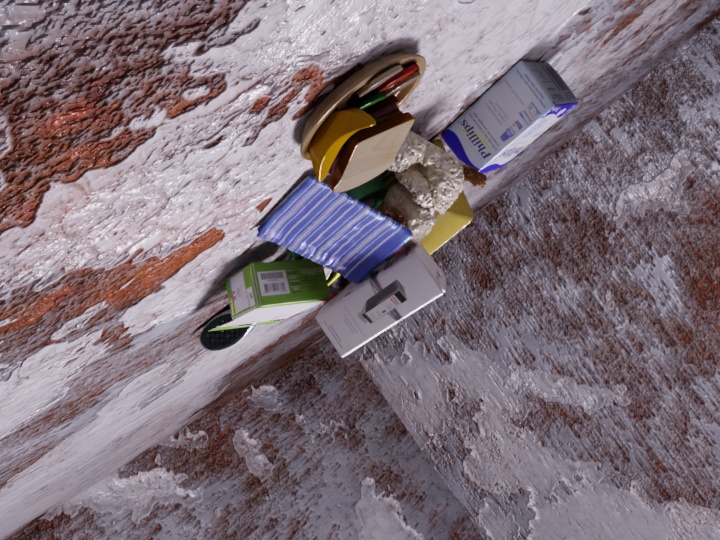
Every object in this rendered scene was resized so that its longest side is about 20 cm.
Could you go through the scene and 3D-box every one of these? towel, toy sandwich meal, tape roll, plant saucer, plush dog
[{"bbox_3d":[-0.037,-0.055,1.064,0.199,0.024,0.145,26,132,-31],"label":"towel"},{"bbox_3d":[0.011,-0.173,0.848,0.205,0.070,0.205,-36,174,-5],"label":"toy sandwich meal"},{"bbox_3d":[-0.045,-0.095,1.202,0.200,0.048,0.200,-36,174,-4],"label":"tape roll"},{"bbox_3d":[0.092,-0.118,1.299,0.048,0.201,0.200,18,133,-41],"label":"plant saucer"},{"bbox_3d":[0.097,-0.116,1.154,0.172,0.160,0.200,-60,169,11],"label":"plush dog"}]

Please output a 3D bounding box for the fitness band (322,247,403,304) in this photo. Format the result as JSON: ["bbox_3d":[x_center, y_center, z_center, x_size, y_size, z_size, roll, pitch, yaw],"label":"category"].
[{"bbox_3d":[0.000,0.000,1.286,0.200,0.144,0.037,-39,-164,29],"label":"fitness band"}]

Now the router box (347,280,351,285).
[{"bbox_3d":[0.059,0.026,1.599,0.199,0.052,0.158,-26,125,-37],"label":"router box"}]

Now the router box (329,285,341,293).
[{"bbox_3d":[-0.009,0.020,1.714,0.052,0.158,0.200,-36,174,38],"label":"router box"}]

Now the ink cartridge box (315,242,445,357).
[{"bbox_3d":[0.036,0.042,1.183,0.199,0.083,0.147,-33,-174,11],"label":"ink cartridge box"}]

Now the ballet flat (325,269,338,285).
[{"bbox_3d":[-0.107,0.029,1.448,0.200,0.067,0.067,-39,-168,25],"label":"ballet flat"}]

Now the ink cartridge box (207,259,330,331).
[{"bbox_3d":[-0.172,0.047,1.254,0.147,0.076,0.200,-5,167,-39],"label":"ink cartridge box"}]

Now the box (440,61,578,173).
[{"bbox_3d":[0.281,-0.284,1.326,0.200,0.105,0.184,-40,172,32],"label":"box"}]

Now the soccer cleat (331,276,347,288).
[{"bbox_3d":[-0.023,-0.020,1.645,0.200,0.073,0.068,-35,158,-49],"label":"soccer cleat"}]

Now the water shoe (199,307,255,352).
[{"bbox_3d":[-0.238,0.098,1.453,0.200,0.072,0.079,-37,179,5],"label":"water shoe"}]

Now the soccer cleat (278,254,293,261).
[{"bbox_3d":[-0.117,-0.005,1.347,0.200,0.070,0.086,-43,-168,-15],"label":"soccer cleat"}]
